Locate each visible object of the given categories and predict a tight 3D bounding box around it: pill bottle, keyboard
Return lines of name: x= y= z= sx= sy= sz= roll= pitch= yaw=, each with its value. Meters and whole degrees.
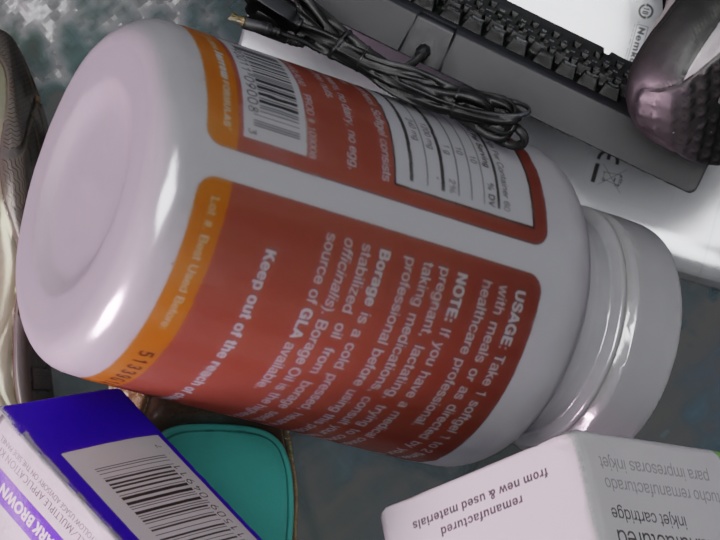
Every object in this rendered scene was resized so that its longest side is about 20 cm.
pill bottle: x=0.000 y=0.000 z=0.725 sx=0.199 sy=0.112 sz=0.113 roll=17 pitch=82 yaw=-28
keyboard: x=0.026 y=-0.080 z=0.745 sx=0.199 sy=0.127 sz=0.021 roll=26 pitch=116 yaw=4

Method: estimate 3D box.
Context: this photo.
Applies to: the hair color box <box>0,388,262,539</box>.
hair color box: x=-0.108 y=0.149 z=0.716 sx=0.109 sy=0.065 sz=0.201 roll=43 pitch=116 yaw=24

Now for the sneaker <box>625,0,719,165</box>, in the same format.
sneaker: x=0.125 y=-0.108 z=0.755 sx=0.080 sy=0.074 sz=0.200 roll=24 pitch=46 yaw=15

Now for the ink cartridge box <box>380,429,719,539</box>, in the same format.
ink cartridge box: x=0.096 y=0.160 z=0.664 sx=0.084 sy=0.145 sz=0.201 roll=-27 pitch=64 yaw=38

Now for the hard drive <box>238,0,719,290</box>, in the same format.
hard drive: x=0.060 y=-0.082 z=0.815 sx=0.199 sy=0.027 sz=0.133 roll=16 pitch=83 yaw=3

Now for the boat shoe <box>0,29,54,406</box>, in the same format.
boat shoe: x=-0.145 y=0.014 z=0.786 sx=0.073 sy=0.075 sz=0.201 roll=-2 pitch=81 yaw=2

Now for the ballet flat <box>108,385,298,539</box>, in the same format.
ballet flat: x=-0.060 y=0.053 z=0.781 sx=0.070 sy=0.065 sz=0.201 roll=11 pitch=72 yaw=-26
